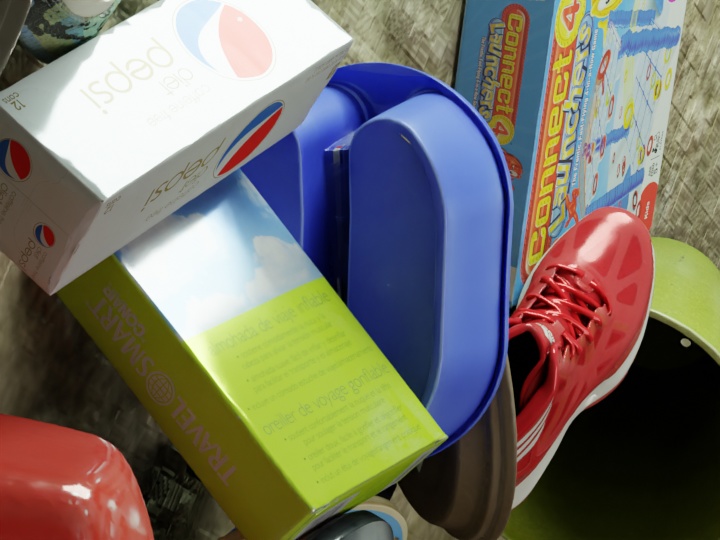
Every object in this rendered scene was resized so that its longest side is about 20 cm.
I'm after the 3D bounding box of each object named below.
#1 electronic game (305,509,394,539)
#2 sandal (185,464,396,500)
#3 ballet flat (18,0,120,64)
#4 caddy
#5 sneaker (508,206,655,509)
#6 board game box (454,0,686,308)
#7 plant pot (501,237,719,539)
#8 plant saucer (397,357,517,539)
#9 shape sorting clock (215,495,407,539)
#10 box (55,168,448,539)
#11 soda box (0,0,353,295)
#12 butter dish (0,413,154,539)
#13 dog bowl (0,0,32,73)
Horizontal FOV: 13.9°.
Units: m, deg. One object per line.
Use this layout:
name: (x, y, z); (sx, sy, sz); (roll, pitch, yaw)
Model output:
electronic game: (-0.047, 0.195, 1.340); (0.200, 0.042, 0.200); (-50, 162, -23)
sandal: (-0.033, 0.099, 1.528); (0.043, 0.076, 0.200); (-64, 166, 7)
ballet flat: (-0.120, -0.156, 1.206); (0.074, 0.074, 0.200); (-55, 149, -32)
caddy: (0.000, 0.000, 1.435); (0.105, 0.141, 0.201); (-16, 110, -68)
sneaker: (0.112, 0.035, 1.610); (0.200, 0.078, 0.116); (-62, 174, -22)
board game box: (0.121, -0.100, 1.734); (0.196, 0.056, 0.201); (-27, 128, -57)
plant pot: (0.168, 0.061, 1.813); (0.200, 0.187, 0.188); (-57, 153, -61)
plant saucer: (0.035, 0.048, 1.547); (0.029, 0.200, 0.200); (-11, 124, -16)
shape sorting clock: (-0.063, 0.175, 1.448); (0.200, 0.039, 0.200); (-30, 159, -12)
box: (-0.061, 0.024, 1.335); (0.048, 0.200, 0.122); (-44, 169, 34)
soda box: (-0.090, -0.068, 1.293); (0.200, 0.068, 0.064); (-38, 166, -49)
butter dish: (-0.127, 0.142, 1.196); (0.200, 0.147, 0.200); (-98, -171, -84)
dog bowl: (-0.193, -0.129, 1.086); (0.200, 0.059, 0.201); (-41, 139, -49)
